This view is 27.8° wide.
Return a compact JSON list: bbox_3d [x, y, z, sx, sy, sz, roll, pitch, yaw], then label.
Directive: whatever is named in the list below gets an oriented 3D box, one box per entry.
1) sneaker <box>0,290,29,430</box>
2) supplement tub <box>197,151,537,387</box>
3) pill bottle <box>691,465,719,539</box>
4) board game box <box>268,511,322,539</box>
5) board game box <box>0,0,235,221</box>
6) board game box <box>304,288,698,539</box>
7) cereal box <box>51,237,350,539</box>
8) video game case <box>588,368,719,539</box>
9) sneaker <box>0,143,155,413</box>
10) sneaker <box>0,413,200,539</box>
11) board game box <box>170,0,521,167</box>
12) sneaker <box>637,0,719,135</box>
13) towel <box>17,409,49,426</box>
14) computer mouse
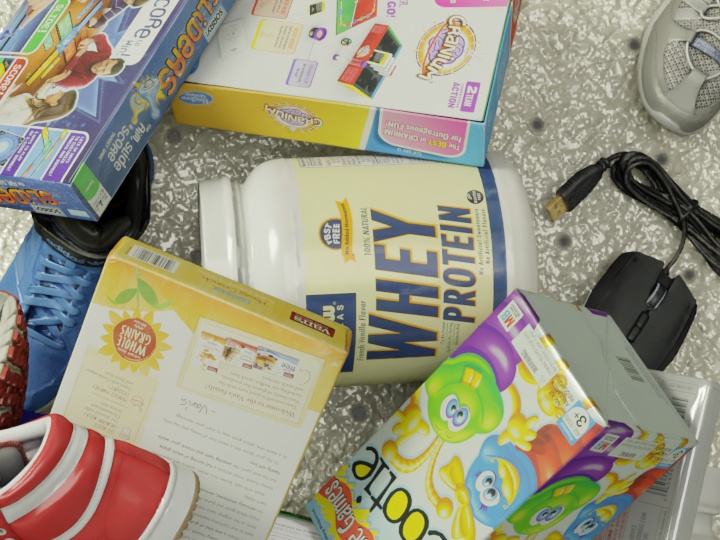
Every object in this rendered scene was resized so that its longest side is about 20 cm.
[{"bbox_3d":[-0.248,0.092,0.826,0.082,0.078,0.201,20,58,3],"label":"sneaker"},{"bbox_3d":[0.000,0.000,0.915,0.199,0.145,0.146,-3,85,-8],"label":"supplement tub"},{"bbox_3d":[0.180,0.221,0.934,0.111,0.111,0.201,10,82,-6],"label":"pill bottle"},{"bbox_3d":[-0.105,0.244,0.922,0.152,0.040,0.201,16,82,-5],"label":"board game box"},{"bbox_3d":[-0.170,-0.124,0.891,0.135,0.035,0.201,9,58,32],"label":"board game box"},{"bbox_3d":[0.079,0.122,0.866,0.200,0.103,0.105,-48,53,23],"label":"board game box"},{"bbox_3d":[-0.108,0.099,0.842,0.143,0.040,0.201,23,109,-4],"label":"cereal box"},{"bbox_3d":[0.124,0.153,0.914,0.024,0.181,0.201,22,80,-46],"label":"video game case"},{"bbox_3d":[-0.187,-0.003,0.908,0.076,0.111,0.201,27,82,-4],"label":"sneaker"},{"bbox_3d":[-0.189,0.163,0.791,0.112,0.071,0.200,33,102,-25],"label":"sneaker"},{"bbox_3d":[-0.005,-0.148,0.923,0.199,0.040,0.154,9,55,10],"label":"board game box"},{"bbox_3d":[0.255,-0.188,0.998,0.074,0.082,0.201,29,81,-4],"label":"sneaker"},{"bbox_3d":[-0.281,0.138,0.908,0.199,0.050,0.148,14,103,-6],"label":"towel"},{"bbox_3d":[0.168,0.012,0.985,0.140,0.046,0.200,45,81,-2],"label":"computer mouse"}]
